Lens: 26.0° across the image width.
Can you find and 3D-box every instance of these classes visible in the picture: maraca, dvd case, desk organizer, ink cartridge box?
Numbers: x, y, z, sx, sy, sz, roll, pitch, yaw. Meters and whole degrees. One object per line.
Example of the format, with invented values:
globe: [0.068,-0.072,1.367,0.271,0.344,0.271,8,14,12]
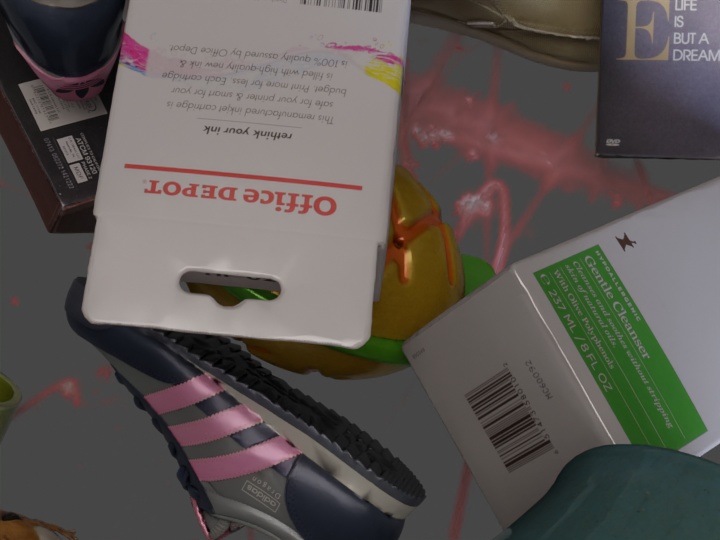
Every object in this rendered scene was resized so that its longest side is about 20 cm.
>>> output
maraca: [0.000,0.000,0.732,0.199,0.137,0.107,23,122,-15]
dvd case: [0.190,-0.152,0.746,0.148,0.016,0.201,3,94,13]
desk organizer: [-0.169,-0.108,0.777,0.072,0.077,0.201,-22,76,-32]
ink cartridge box: [-0.042,-0.057,0.643,0.115,0.068,0.201,6,68,1]

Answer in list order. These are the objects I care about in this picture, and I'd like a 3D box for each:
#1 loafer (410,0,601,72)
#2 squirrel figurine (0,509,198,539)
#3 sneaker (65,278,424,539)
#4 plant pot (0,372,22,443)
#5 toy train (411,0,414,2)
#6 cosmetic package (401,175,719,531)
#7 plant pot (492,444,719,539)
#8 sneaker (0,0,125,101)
loafer: [0.082,-0.153,0.801,0.199,0.068,0.076,8,77,3]
squirrel figurine: [-0.124,0.202,0.660,0.186,0.142,0.201,25,101,-1]
sneaker: [-0.072,0.081,0.741,0.200,0.070,0.082,34,99,15]
plant pot: [-0.272,0.122,0.695,0.186,0.187,0.201,19,92,5]
toy train: [-0.022,-0.206,0.705,0.199,0.085,0.116,16,73,-30]
cosmetic package: [0.127,0.033,0.697,0.200,0.085,0.108,-23,79,-43]
plant pot: [0.084,0.169,0.522,0.200,0.200,0.188,32,63,8]
sneaker: [-0.154,-0.160,0.730,0.070,0.082,0.200,-7,46,-13]
